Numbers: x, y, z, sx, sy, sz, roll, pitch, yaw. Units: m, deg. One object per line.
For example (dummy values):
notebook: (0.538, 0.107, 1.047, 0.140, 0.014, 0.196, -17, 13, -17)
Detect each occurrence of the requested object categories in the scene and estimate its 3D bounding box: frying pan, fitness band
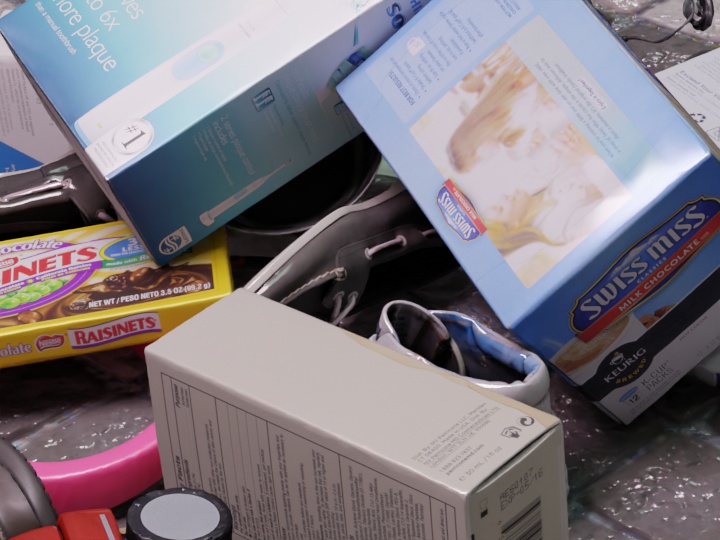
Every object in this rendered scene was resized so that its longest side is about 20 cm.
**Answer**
frying pan: (-0.051, -0.096, 1.281, 0.115, 0.031, 0.190, -14, 57, -1)
fitness band: (-0.158, 0.063, 1.206, 0.143, 0.038, 0.200, -19, 33, -19)

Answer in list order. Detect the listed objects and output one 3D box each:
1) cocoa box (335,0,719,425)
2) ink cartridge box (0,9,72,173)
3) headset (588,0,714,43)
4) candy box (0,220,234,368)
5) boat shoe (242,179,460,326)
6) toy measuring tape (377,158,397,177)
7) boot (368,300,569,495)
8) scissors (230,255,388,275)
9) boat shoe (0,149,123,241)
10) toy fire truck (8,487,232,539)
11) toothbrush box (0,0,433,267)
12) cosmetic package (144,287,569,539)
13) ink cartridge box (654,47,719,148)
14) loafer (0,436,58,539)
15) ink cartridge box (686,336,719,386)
cocoa box: (0.105, -0.049, 1.166, 0.133, 0.131, 0.200, -41, 50, 9)
ink cartridge box: (-0.120, -0.094, 1.374, 0.199, 0.116, 0.067, 1, 32, 10)
headset: (0.120, -0.156, 1.412, 0.199, 0.094, 0.123, -6, -12, 18)
candy box: (-0.168, 0.013, 1.232, 0.199, 0.026, 0.102, -10, 29, -2)
boat shoe: (0.000, 0.000, 1.224, 0.057, 0.067, 0.200, 47, 35, 7)
toy measuring tape: (0.057, -0.066, 1.331, 0.199, 0.074, 0.074, 10, 35, 16)
boot: (0.018, 0.052, 1.134, 0.200, 0.096, 0.074, 19, 40, 35)
scissors: (-0.086, 0.001, 1.317, 0.200, 0.014, 0.073, 12, 34, 25)
boat shoe: (-0.182, -0.028, 1.307, 0.199, 0.067, 0.057, -8, 55, 4)
toy fire truck: (-0.135, 0.194, 0.935, 0.199, 0.129, 0.176, -6, 30, -18)
toothbrush box: (-0.072, -0.122, 1.235, 0.200, 0.085, 0.146, -33, 53, -6)
cosmetic package: (-0.003, 0.093, 1.067, 0.200, 0.104, 0.073, 23, 42, 36)
ink cartridge box: (0.282, -0.078, 1.329, 0.200, 0.041, 0.200, -24, 44, -25)
loafer: (-0.217, 0.116, 1.110, 0.200, 0.073, 0.071, 15, 42, 44)
ink cartridge box: (0.163, -0.003, 1.212, 0.200, 0.037, 0.095, 24, 77, 42)
